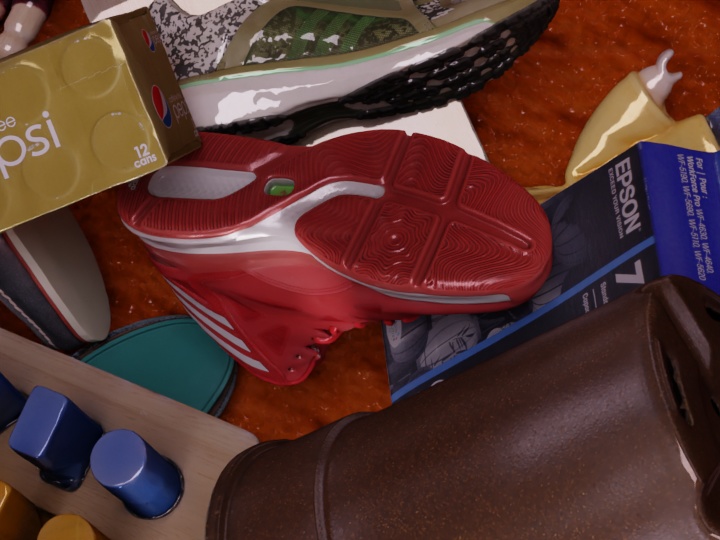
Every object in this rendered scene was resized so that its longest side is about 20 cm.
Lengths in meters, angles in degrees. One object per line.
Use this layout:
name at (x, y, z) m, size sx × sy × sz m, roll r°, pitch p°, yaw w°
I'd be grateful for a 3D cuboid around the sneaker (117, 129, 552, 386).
sneaker at (0.000, 0.000, 1.269) m, size 0.199 × 0.116 × 0.079 m, roll 13°, pitch 60°, yaw 26°

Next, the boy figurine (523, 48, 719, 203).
boy figurine at (0.141, -0.037, 1.321) m, size 0.199 × 0.064 × 0.125 m, roll -15°, pitch 87°, yaw 3°

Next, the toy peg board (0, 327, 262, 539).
toy peg board at (-0.174, 0.114, 1.192) m, size 0.199 × 0.098 × 0.200 m, roll 21°, pitch 78°, yaw 20°

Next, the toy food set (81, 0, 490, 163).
toy food set at (-0.031, -0.082, 1.363) m, size 0.143 × 0.060 × 0.201 m, roll -25°, pitch 86°, yaw 3°

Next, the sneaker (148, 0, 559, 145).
sneaker at (-0.011, -0.113, 1.300) m, size 0.199 × 0.077 × 0.089 m, roll -15°, pitch 78°, yaw 2°

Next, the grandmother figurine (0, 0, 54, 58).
grandmother figurine at (-0.186, -0.137, 1.390) m, size 0.121 × 0.061 × 0.200 m, roll 40°, pitch 86°, yaw 25°

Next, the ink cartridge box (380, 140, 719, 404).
ink cartridge box at (0.093, 0.017, 1.231) m, size 0.199 × 0.039 × 0.100 m, roll -33°, pitch 49°, yaw 32°

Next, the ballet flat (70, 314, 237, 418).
ballet flat at (-0.138, 0.092, 1.331) m, size 0.074 × 0.074 × 0.200 m, roll 45°, pitch 57°, yaw 12°

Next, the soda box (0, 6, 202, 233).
soda box at (-0.173, -0.045, 1.245) m, size 0.199 × 0.064 × 0.068 m, roll -21°, pitch 95°, yaw 13°

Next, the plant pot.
plant pot at (0.076, 0.112, 1.132) m, size 0.198 × 0.200 × 0.201 m, roll -32°, pitch 77°, yaw 25°

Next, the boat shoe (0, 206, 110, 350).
boat shoe at (-0.190, -0.039, 1.322) m, size 0.062 × 0.071 × 0.200 m, roll -33°, pitch 106°, yaw 16°
